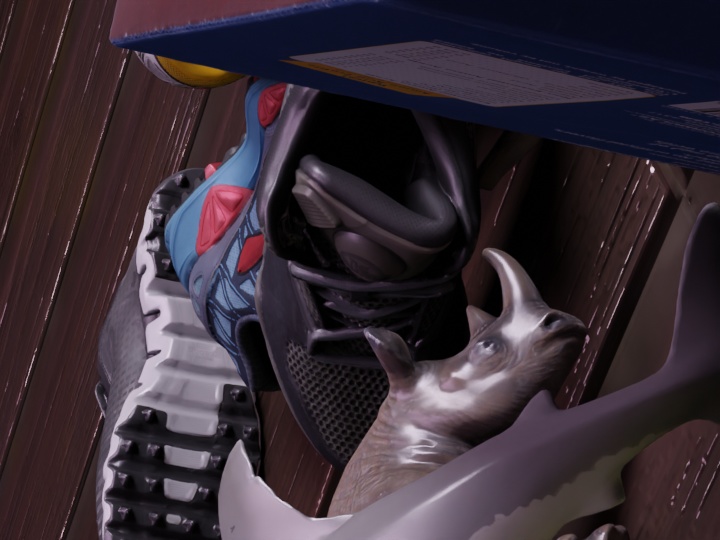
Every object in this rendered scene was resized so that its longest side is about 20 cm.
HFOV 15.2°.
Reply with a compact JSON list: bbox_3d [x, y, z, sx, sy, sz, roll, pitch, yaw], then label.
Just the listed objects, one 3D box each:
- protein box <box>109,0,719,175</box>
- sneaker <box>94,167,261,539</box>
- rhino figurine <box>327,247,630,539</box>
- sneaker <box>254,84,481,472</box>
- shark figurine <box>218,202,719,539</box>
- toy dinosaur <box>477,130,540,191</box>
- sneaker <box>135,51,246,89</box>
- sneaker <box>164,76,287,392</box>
[{"bbox_3d":[0.071,-0.098,0.591,0.200,0.198,0.135,-172,93,-71],"label":"protein box"},{"bbox_3d":[-0.083,0.061,1.179,0.091,0.066,0.200,127,151,-59],"label":"sneaker"},{"bbox_3d":[0.029,0.088,0.783,0.087,0.060,0.200,-3,72,25],"label":"rhino figurine"},{"bbox_3d":[0.000,0.000,0.876,0.114,0.076,0.200,-77,-6,-58],"label":"sneaker"},{"bbox_3d":[0.010,0.065,0.680,0.215,0.128,0.090,-47,61,14],"label":"shark figurine"},{"bbox_3d":[0.065,-0.114,0.853,0.088,0.047,0.200,26,123,55],"label":"toy dinosaur"},{"bbox_3d":[0.000,-0.134,0.930,0.200,0.078,0.082,-47,17,10],"label":"sneaker"},{"bbox_3d":[-0.005,-0.018,1.006,0.200,0.079,0.096,-53,53,57],"label":"sneaker"}]
